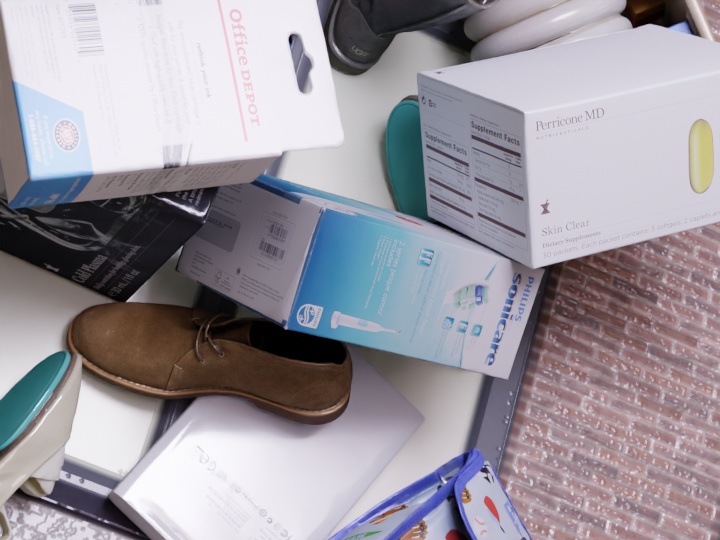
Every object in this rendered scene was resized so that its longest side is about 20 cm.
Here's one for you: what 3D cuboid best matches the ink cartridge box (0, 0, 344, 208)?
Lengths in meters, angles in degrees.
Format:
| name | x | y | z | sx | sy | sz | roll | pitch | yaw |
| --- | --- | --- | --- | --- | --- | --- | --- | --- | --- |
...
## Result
| name | x | y | z | sx | sy | sz | roll | pitch | yaw |
| --- | --- | --- | --- | --- | --- | --- | --- | --- | --- |
| ink cartridge box | -0.121 | -0.109 | 1.336 | 0.199 | 0.068 | 0.116 | -7 | 78 | -23 |

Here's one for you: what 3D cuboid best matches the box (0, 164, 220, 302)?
| name | x | y | z | sx | sy | sz | roll | pitch | yaw |
| --- | --- | --- | --- | --- | --- | --- | --- | --- | --- |
| box | -0.198 | -0.091 | 1.449 | 0.196 | 0.200 | 0.124 | 25 | 66 | -13 |

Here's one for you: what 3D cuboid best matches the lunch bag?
| name | x | y | z | sx | sy | sz | roll | pitch | yaw |
| --- | --- | --- | --- | --- | --- | --- | --- | --- | --- |
| lunch bag | 0.052 | 0.237 | 1.488 | 0.200 | 0.124 | 0.170 | -32 | 97 | -35 |

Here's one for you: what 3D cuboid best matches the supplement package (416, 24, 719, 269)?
| name | x | y | z | sx | sy | sz | roll | pitch | yaw |
| --- | --- | --- | --- | --- | --- | --- | --- | --- | --- |
| supplement package | 0.164 | -0.092 | 1.532 | 0.199 | 0.156 | 0.111 | -14 | 110 | -23 |

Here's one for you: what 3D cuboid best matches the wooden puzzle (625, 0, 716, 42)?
| name | x | y | z | sx | sy | sz | roll | pitch | yaw |
| --- | --- | --- | --- | --- | --- | --- | --- | --- | --- |
| wooden puzzle | 0.233 | -0.196 | 1.687 | 0.046 | 0.185 | 0.200 | -27 | 82 | 2 |

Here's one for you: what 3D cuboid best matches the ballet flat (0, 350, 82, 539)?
| name | x | y | z | sx | sy | sz | roll | pitch | yaw |
| --- | --- | --- | --- | --- | --- | --- | --- | --- | --- |
| ballet flat | -0.240 | 0.140 | 1.441 | 0.069 | 0.069 | 0.200 | 44 | 64 | -4 |

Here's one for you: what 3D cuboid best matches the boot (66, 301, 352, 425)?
| name | x | y | z | sx | sy | sz | roll | pitch | yaw |
| --- | --- | --- | --- | --- | --- | --- | --- | --- | --- |
| boot | -0.102 | 0.048 | 1.495 | 0.199 | 0.076 | 0.074 | 11 | 61 | 1 |

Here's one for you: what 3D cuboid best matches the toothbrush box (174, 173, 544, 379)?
| name | x | y | z | sx | sy | sz | roll | pitch | yaw |
| --- | --- | --- | --- | --- | --- | --- | --- | --- | --- |
| toothbrush box | 0.000 | 0.000 | 1.492 | 0.200 | 0.146 | 0.086 | 16 | 95 | -37 |

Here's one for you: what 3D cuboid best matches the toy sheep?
| name | x | y | z | sx | sy | sz | roll | pitch | yaw |
| --- | --- | --- | --- | --- | --- | --- | --- | --- | --- |
| toy sheep | 0.147 | -0.178 | 1.662 | 0.138 | 0.138 | 0.201 | -20 | 87 | -27 |

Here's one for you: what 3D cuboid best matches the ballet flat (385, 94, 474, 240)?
| name | x | y | z | sx | sy | sz | roll | pitch | yaw |
| --- | --- | --- | --- | --- | --- | --- | --- | --- | --- |
| ballet flat | 0.073 | -0.033 | 1.628 | 0.070 | 0.067 | 0.201 | -4 | 73 | -49 |

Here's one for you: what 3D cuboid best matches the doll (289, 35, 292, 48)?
| name | x | y | z | sx | sy | sz | roll | pitch | yaw |
| --- | --- | --- | --- | --- | --- | --- | --- | --- | --- |
| doll | -0.096 | -0.185 | 1.567 | 0.200 | 0.048 | 0.137 | -19 | 87 | -54 |

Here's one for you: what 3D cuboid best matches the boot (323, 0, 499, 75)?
| name | x | y | z | sx | sy | sz | roll | pitch | yaw |
| --- | --- | --- | --- | --- | --- | --- | --- | --- | --- |
| boot | 0.052 | -0.240 | 1.600 | 0.072 | 0.200 | 0.182 | 18 | 67 | -19 |

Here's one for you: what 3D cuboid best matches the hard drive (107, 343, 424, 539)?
| name | x | y | z | sx | sy | sz | roll | pitch | yaw |
| --- | --- | --- | --- | --- | --- | --- | --- | --- | --- |
| hard drive | -0.063 | 0.130 | 1.531 | 0.132 | 0.027 | 0.200 | 44 | 63 | -4 |
